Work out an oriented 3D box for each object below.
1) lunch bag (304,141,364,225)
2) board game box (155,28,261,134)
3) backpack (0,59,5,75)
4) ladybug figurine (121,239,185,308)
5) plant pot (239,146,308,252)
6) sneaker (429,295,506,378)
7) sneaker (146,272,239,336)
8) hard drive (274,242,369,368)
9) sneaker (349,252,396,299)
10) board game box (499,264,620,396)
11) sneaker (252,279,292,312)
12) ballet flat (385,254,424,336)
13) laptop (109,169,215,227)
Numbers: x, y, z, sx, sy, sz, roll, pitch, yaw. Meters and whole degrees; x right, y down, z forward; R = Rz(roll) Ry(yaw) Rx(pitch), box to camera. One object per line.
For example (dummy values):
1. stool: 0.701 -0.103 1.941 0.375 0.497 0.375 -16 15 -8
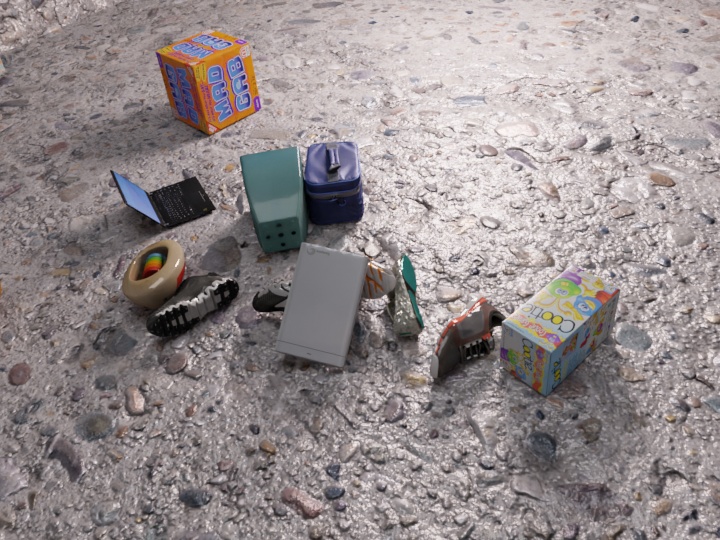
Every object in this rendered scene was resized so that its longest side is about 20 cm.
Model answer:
1. lunch bag: -0.062 -0.208 1.544 0.132 0.135 0.202 -7 39 0
2. board game box: -0.438 -0.552 1.948 0.198 0.203 0.198 -35 46 -31
3. backpack: -1.355 -0.724 2.331 0.195 0.156 0.177 14 38 14
4. ladybug figurine: -0.417 0.010 1.377 0.133 0.073 0.202 -19 33 7
5. plant pot: -0.186 -0.148 1.492 0.137 0.143 0.203 -9 47 -3
6. sneaker: 0.193 0.120 1.170 0.081 0.078 0.200 27 51 25
7. sneaker: -0.342 0.062 1.326 0.198 0.068 0.090 -32 43 -32
8. hard drive: -0.069 0.061 1.212 0.128 0.027 0.205 12 78 8
9. sneaker: 0.000 0.000 1.317 0.076 0.080 0.197 -27 27 -38
10. board game box: 0.340 0.098 1.148 0.198 0.107 0.102 -33 45 -29
11. sneaker: -0.116 0.064 1.273 0.195 0.067 0.093 -14 68 14
12. ballet flat: 0.075 0.047 1.282 0.070 0.073 0.202 -6 40 1
13. laptop: -0.475 -0.194 1.611 0.196 0.105 0.178 -23 43 -18
